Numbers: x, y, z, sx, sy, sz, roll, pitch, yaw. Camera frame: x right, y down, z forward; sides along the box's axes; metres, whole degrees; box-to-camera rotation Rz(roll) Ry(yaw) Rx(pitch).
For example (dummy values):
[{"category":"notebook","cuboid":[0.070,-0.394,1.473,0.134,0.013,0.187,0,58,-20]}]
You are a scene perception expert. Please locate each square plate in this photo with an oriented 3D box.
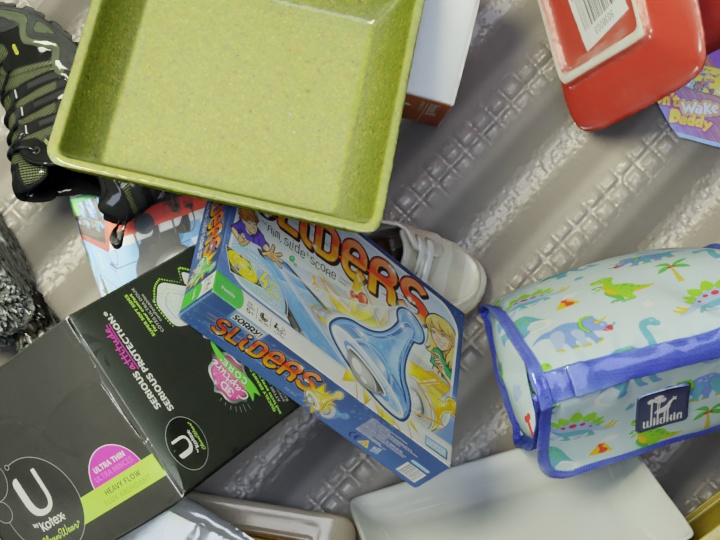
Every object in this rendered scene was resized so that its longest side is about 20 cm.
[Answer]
[{"category":"square plate","cuboid":[0.099,0.168,1.290,0.197,0.200,0.029,-15,107,-2]}]

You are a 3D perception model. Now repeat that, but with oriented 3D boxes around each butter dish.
[{"category":"butter dish","cuboid":[0.206,-0.213,1.323,0.147,0.200,0.201,-12,85,-21]}]

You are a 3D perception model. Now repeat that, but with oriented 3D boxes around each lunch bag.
[{"category":"lunch bag","cuboid":[0.177,0.054,1.293,0.169,0.200,0.128,-17,88,-4]}]

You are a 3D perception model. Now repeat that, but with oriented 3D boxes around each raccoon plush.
[{"category":"raccoon plush","cuboid":[-0.282,0.038,1.331,0.133,0.097,0.201,-30,89,4]}]

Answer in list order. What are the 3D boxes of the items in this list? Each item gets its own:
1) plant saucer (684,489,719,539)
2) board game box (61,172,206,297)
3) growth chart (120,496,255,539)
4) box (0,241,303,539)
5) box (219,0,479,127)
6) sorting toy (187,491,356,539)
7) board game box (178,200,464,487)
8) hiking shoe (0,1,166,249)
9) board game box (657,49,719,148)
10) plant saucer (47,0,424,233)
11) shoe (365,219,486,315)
[{"category":"plant saucer","cuboid":[0.250,0.166,1.278,0.199,0.200,0.049,-35,85,-14]},{"category":"board game box","cuboid":[-0.103,0.009,1.364,0.150,0.037,0.201,-18,89,-4]},{"category":"growth chart","cuboid":[-0.109,0.228,1.328,0.200,0.018,0.145,37,90,2]},{"category":"box","cuboid":[-0.134,0.078,1.220,0.148,0.200,0.125,-34,89,33]},{"category":"box","cuboid":[-0.026,-0.172,1.331,0.198,0.124,0.098,14,87,-1]},{"category":"sorting toy","cuboid":[-0.111,0.246,1.353,0.198,0.036,0.187,9,87,-2]},{"category":"board game box","cuboid":[-0.019,0.028,1.242,0.200,0.136,0.034,37,128,-26]},{"category":"hiking shoe","cuboid":[-0.210,-0.101,1.321,0.199,0.076,0.101,34,69,17]},{"category":"board game box","cuboid":[0.299,-0.157,1.386,0.198,0.039,0.159,15,87,-1]},{"category":"plant saucer","cuboid":[-0.072,-0.116,1.212,0.198,0.048,0.201,13,60,-2]},{"category":"shoe","cuboid":[0.000,0.000,1.334,0.199,0.053,0.071,7,78,-23]}]
